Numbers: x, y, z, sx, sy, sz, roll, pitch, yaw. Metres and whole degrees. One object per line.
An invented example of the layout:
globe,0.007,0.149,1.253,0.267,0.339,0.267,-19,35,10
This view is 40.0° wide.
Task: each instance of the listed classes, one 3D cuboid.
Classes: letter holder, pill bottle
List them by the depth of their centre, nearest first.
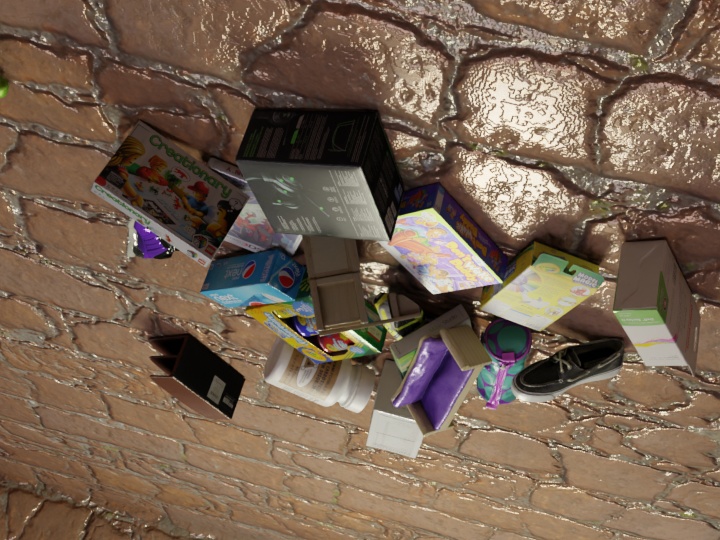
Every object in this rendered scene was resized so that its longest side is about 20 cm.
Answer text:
pill bottle,-0.077,0.197,1.912,0.198,0.115,0.114,25,150,-15
letter holder,-0.372,0.233,2.135,0.141,0.102,0.200,-5,145,35

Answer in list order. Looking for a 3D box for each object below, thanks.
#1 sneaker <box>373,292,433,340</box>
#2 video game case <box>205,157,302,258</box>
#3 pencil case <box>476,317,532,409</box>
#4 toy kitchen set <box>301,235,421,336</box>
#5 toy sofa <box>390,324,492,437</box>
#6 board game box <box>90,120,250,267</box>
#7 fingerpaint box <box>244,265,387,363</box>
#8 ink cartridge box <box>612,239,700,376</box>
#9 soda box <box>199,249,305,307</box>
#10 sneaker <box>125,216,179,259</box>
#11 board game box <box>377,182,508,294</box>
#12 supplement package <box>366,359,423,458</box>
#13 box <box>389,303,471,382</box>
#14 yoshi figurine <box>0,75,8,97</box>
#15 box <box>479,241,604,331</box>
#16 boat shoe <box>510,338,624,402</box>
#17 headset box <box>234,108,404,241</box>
sneaker,0.084,0.092,1.721,0.076,0.075,0.200,37,167,33
video game case,-0.173,-0.089,1.568,0.180,0.023,0.200,21,150,-9
pencil case,0.246,0.161,1.713,0.084,0.093,0.201,11,151,10
toy kitchen set,0.000,0.000,1.558,0.161,0.183,0.200,-10,176,-2
toy sofa,0.133,0.190,1.666,0.097,0.083,0.201,-9,141,-30
board game box,-0.274,-0.112,1.441,0.199,0.127,0.035,34,148,-11
fingerpaint box,-0.076,0.082,1.756,0.166,0.074,0.200,-13,139,40
ink cartridge box,0.431,0.060,1.425,0.067,0.118,0.200,-5,144,33
soda box,-0.185,0.017,1.684,0.068,0.065,0.199,33,155,-35
sneaker,-0.332,-0.075,1.636,0.098,0.070,0.200,13,155,-9
board game box,0.113,-0.043,1.482,0.133,0.045,0.200,-11,141,39
supplement package,0.081,0.280,1.977,0.112,0.111,0.201,14,150,3
box,0.133,0.153,1.727,0.143,0.036,0.201,-30,145,-6
yoshi figurine,-0.562,-0.280,1.395,0.199,0.112,0.113,-12,102,61
box,0.276,0.022,1.507,0.116,0.049,0.200,20,153,-13
boat shoe,0.342,0.156,1.634,0.198,0.071,0.064,-18,140,-9
headset box,-0.058,-0.130,1.369,0.198,0.094,0.175,4,149,21
